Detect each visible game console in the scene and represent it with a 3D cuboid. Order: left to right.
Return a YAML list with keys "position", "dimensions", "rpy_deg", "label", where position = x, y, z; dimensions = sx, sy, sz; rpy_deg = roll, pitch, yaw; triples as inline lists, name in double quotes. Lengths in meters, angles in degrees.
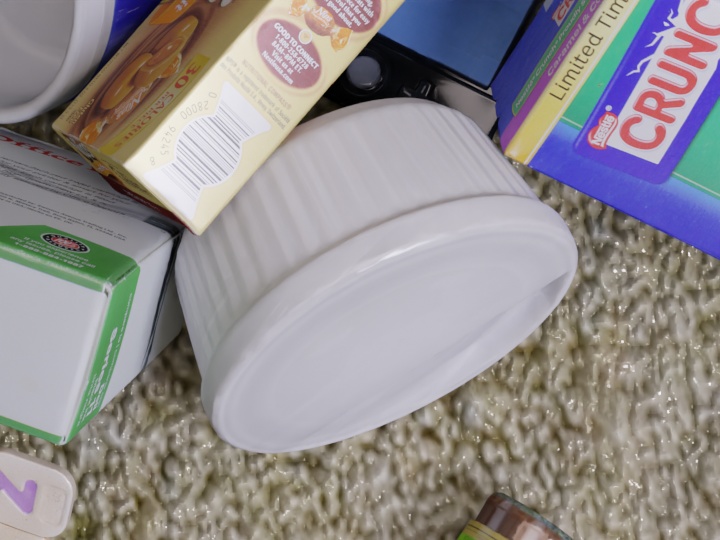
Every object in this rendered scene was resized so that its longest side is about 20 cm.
- position: [0.032, -0.190, 0.934]
  dimensions: [0.175, 0.116, 0.201]
  rpy_deg: [27, 80, 7]
  label: "game console"

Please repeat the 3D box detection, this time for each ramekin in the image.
- position: [0.000, 0.000, 0.860]
  dimensions: [0.202, 0.203, 0.094]
  rpy_deg: [-26, 66, -4]
  label: "ramekin"

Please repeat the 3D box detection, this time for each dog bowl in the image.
- position: [-0.184, -0.182, 0.893]
  dimensions: [0.200, 0.200, 0.079]
  rpy_deg: [50, 46, 10]
  label: "dog bowl"

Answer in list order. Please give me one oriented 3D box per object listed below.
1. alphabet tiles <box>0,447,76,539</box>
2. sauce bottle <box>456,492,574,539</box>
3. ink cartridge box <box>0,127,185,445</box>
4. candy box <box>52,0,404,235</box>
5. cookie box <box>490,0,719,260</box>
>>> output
- position: [-0.244, 0.123, 0.870]
  dimensions: [0.195, 0.015, 0.201]
  rpy_deg: [19, 114, 5]
  label: "alphabet tiles"
- position: [0.038, 0.210, 0.876]
  dimensions: [0.065, 0.065, 0.200]
  rpy_deg: [32, 80, 7]
  label: "sauce bottle"
- position: [-0.168, -0.002, 0.852]
  dimensions: [0.146, 0.200, 0.083]
  rpy_deg: [19, 105, 5]
  label: "ink cartridge box"
- position: [-0.049, -0.117, 0.829]
  dimensions: [0.200, 0.115, 0.055]
  rpy_deg: [-49, 119, -8]
  label: "candy box"
- position: [0.192, -0.098, 0.847]
  dimensions: [0.199, 0.075, 0.171]
  rpy_deg: [24, 119, -16]
  label: "cookie box"
